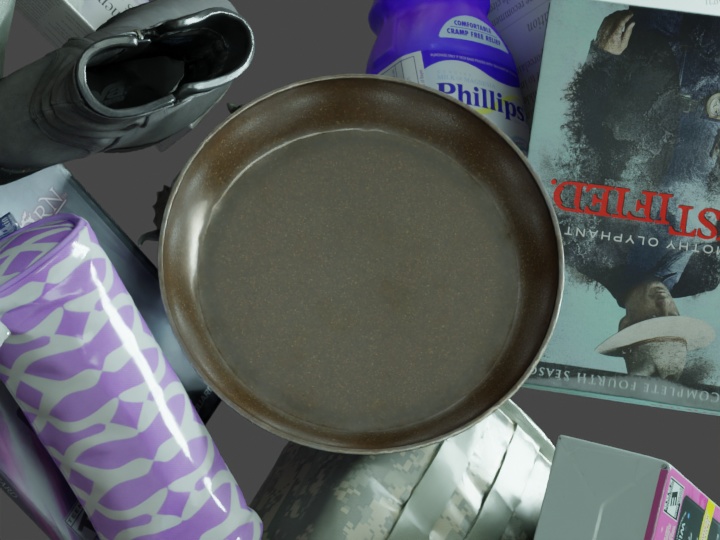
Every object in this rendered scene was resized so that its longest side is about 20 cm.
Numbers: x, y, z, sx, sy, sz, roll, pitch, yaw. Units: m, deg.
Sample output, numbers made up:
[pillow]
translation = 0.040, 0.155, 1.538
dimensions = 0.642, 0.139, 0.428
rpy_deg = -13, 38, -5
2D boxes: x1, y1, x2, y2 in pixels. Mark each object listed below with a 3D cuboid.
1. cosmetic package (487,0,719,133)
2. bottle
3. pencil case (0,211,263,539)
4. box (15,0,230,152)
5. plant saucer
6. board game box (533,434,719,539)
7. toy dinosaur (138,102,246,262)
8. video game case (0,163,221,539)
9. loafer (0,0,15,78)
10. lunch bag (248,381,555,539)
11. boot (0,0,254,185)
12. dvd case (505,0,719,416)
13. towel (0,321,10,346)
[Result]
[cosmetic package]
translation = 0.160, -0.080, 1.645
dimensions = 0.164, 0.165, 0.201
rpy_deg = -8, 78, -32
[bottle]
translation = 0.045, -0.093, 1.588
dimensions = 0.083, 0.065, 0.201
rpy_deg = 12, 58, -38
[pencil case]
translation = -0.124, 0.069, 1.439
dimensions = 0.085, 0.084, 0.201
rpy_deg = -32, 105, -7
[box]
translation = -0.155, -0.148, 1.562
dimensions = 0.200, 0.041, 0.039
rpy_deg = 44, 57, -9
[plant saucer]
translation = 0.000, 0.000, 1.482
dimensions = 0.199, 0.032, 0.201
rpy_deg = 1, 66, -3
[board game box]
translation = 0.135, 0.180, 1.502
dimensions = 0.200, 0.064, 0.148
rpy_deg = 39, 64, -65
[toy dinosaur]
translation = -0.037, -0.028, 1.580
dimensions = 0.199, 0.077, 0.103
rpy_deg = 24, 78, -38
[video game case]
translation = -0.156, 0.032, 1.482
dimensions = 0.200, 0.019, 0.143
rpy_deg = 50, 55, -25
[loafer]
translation = -0.219, -0.100, 1.500
dimensions = 0.075, 0.069, 0.201
rpy_deg = 28, 70, -47
[lunch bag]
translation = 0.044, 0.160, 1.526
dimensions = 0.200, 0.117, 0.164
rpy_deg = 46, 53, -18
[boot]
translation = -0.093, -0.097, 1.463
dimensions = 0.200, 0.131, 0.070
rpy_deg = -34, 102, -45
[dvd case]
translation = 0.152, -0.032, 1.514
dimensions = 0.145, 0.022, 0.201
rpy_deg = 9, 83, 8
[towel]
translation = -0.283, 0.020, 1.369
dimensions = 0.200, 0.048, 0.171
rpy_deg = 44, 97, -9
